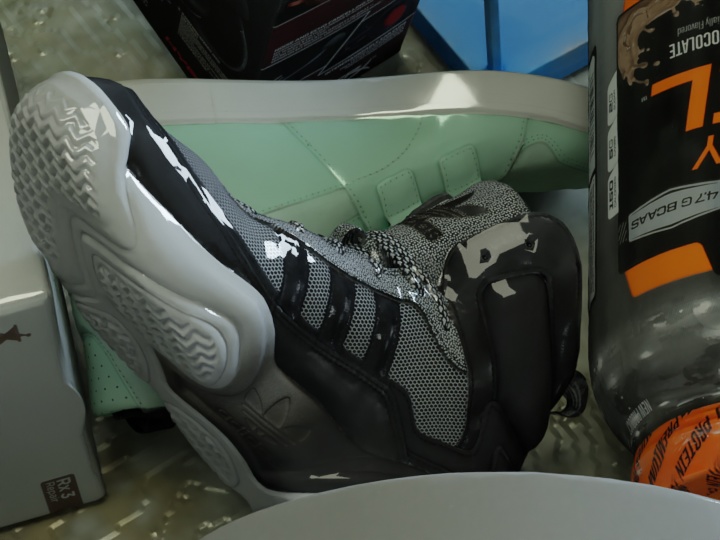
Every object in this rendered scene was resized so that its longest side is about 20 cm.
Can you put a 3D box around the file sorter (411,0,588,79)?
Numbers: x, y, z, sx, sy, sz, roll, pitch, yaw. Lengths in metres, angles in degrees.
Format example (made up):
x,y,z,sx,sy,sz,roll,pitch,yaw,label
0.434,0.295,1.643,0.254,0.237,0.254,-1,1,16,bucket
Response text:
x,y,z,sx,sy,sz,roll,pitch,yaw,label
0.048,-0.186,0.862,0.138,0.123,0.200,-28,56,-15,file sorter

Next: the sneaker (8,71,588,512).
x,y,z,sx,sy,sz,roll,pitch,yaw,label
-0.009,0.000,0.693,0.114,0.200,0.075,-46,30,-18,sneaker

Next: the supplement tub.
x,y,z,sx,sy,sz,roll,pitch,yaw,label
0.127,-0.019,0.724,0.122,0.123,0.201,-1,64,5,supplement tub

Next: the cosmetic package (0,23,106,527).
x,y,z,sx,sy,sz,roll,pitch,yaw,label
-0.142,-0.026,0.770,0.081,0.113,0.201,-13,52,-5,cosmetic package

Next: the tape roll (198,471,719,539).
x,y,z,sx,sy,sz,roll,pitch,yaw,label
0.038,0.126,0.587,0.199,0.201,0.066,1,54,6,tape roll

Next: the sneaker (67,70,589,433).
x,y,z,sx,sy,sz,roll,pitch,yaw,label
0.000,0.000,0.777,0.199,0.074,0.119,-4,85,-20,sneaker

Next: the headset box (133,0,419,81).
x,y,z,sx,sy,sz,roll,pitch,yaw,label
-0.040,-0.148,0.771,0.075,0.200,0.149,-32,78,-17,headset box
